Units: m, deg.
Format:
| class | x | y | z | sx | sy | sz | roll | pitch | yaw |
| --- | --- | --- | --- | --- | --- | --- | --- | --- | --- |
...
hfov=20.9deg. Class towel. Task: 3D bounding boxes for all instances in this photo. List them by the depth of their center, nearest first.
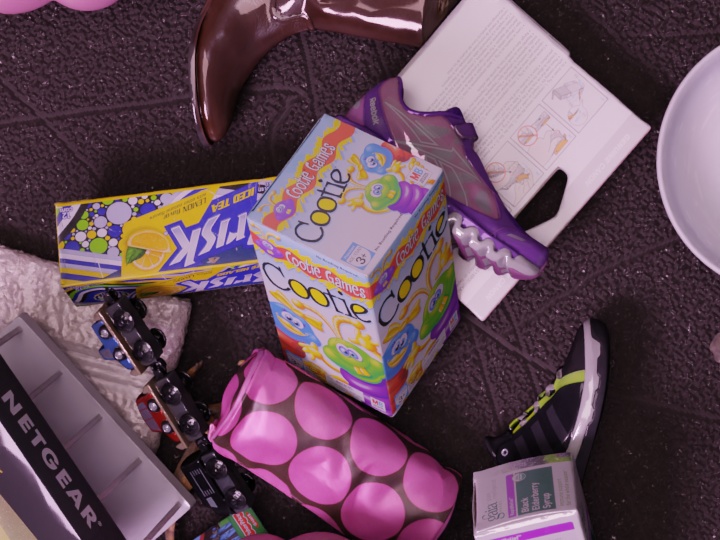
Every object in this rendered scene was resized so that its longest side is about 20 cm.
| class | x | y | z | sx | sy | sz | roll | pitch | yaw |
| --- | --- | --- | --- | --- | --- | --- | --- | --- | --- |
| towel | -0.241 | 0.060 | 1.562 | 0.198 | 0.034 | 0.134 | 15 | 92 | 7 |

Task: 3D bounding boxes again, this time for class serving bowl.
| class | x | y | z | sx | sy | sz | roll | pitch | yaw |
| --- | --- | --- | --- | --- | --- | --- | --- | --- | --- |
| serving bowl | 0.322 | -0.082 | 1.472 | 0.198 | 0.066 | 0.202 | 0 | 89 | 7 |

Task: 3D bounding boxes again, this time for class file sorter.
| class | x | y | z | sx | sy | sz | roll | pitch | yaw |
| --- | --- | --- | --- | --- | --- | --- | --- | --- | --- |
| file sorter | -0.256 | 0.165 | 1.491 | 0.139 | 0.125 | 0.200 | -41 | 92 | 22 |

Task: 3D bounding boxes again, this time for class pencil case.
| class | x | y | z | sx | sy | sz | roll | pitch | yaw |
| --- | --- | --- | --- | --- | --- | --- | --- | --- | --- |
| pencil case | -0.022 | 0.146 | 1.484 | 0.199 | 0.091 | 0.094 | 35 | 110 | -8 |

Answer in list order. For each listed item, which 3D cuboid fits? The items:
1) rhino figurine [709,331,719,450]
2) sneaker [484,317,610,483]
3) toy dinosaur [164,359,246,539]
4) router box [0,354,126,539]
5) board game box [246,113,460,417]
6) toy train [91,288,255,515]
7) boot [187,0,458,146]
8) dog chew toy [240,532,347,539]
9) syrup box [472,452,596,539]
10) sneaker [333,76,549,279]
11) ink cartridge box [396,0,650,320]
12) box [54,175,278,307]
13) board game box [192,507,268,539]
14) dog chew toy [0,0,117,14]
| class | x | y | z | sx | sy | sz | roll | pitch | yaw |
| --- | --- | --- | --- | --- | --- | --- | --- | --- | --- |
| rhino figurine | 0.310 | 0.120 | 1.466 | 0.059 | 0.087 | 0.202 | -4 | 90 | 37 |
| sneaker | 0.136 | 0.129 | 1.493 | 0.082 | 0.072 | 0.202 | 15 | 92 | 8 |
| toy dinosaur | -0.118 | 0.133 | 1.532 | 0.200 | 0.060 | 0.106 | -44 | 86 | 5 |
| router box | -0.276 | 0.174 | 1.403 | 0.157 | 0.052 | 0.201 | -31 | 97 | 22 |
| board game box | 0.000 | 0.000 | 1.426 | 0.103 | 0.200 | 0.105 | 26 | 65 | 22 |
| toy train | -0.146 | 0.103 | 1.492 | 0.046 | 0.034 | 0.201 | -25 | 103 | 27 |
| boot | -0.027 | -0.181 | 1.515 | 0.198 | 0.064 | 0.188 | 6 | 89 | 11 |
| dog chew toy | -0.023 | 0.248 | 1.424 | 0.199 | 0.124 | 0.126 | 13 | 91 | 27 |
| syrup box | 0.143 | 0.242 | 1.446 | 0.081 | 0.079 | 0.201 | -13 | 116 | 8 |
| sneaker | 0.066 | -0.073 | 1.460 | 0.200 | 0.081 | 0.089 | 37 | 82 | 6 |
| ink cartridge box | 0.095 | -0.092 | 1.513 | 0.176 | 0.045 | 0.200 | 42 | 95 | 6 |
| box | -0.132 | -0.023 | 1.517 | 0.198 | 0.064 | 0.071 | -7 | 75 | 2 |
| board game box | -0.128 | 0.297 | 1.499 | 0.199 | 0.037 | 0.152 | -33 | 70 | -10 |
| dog chew toy | -0.224 | -0.258 | 1.524 | 0.198 | 0.125 | 0.126 | 5 | 90 | -1 |
